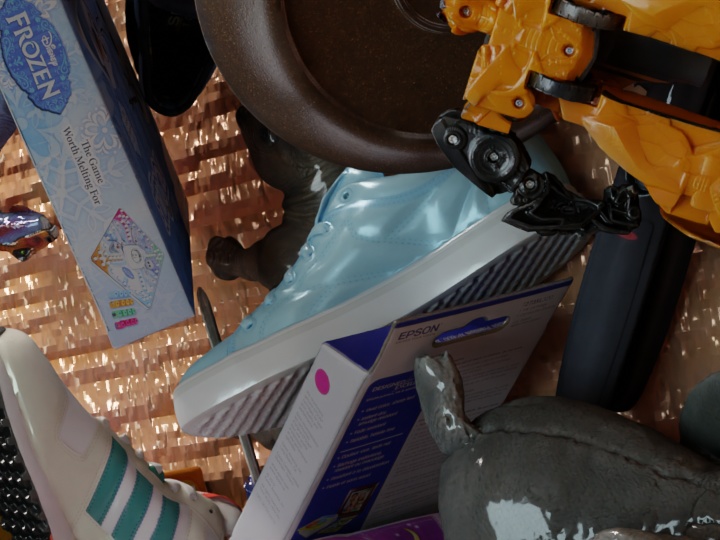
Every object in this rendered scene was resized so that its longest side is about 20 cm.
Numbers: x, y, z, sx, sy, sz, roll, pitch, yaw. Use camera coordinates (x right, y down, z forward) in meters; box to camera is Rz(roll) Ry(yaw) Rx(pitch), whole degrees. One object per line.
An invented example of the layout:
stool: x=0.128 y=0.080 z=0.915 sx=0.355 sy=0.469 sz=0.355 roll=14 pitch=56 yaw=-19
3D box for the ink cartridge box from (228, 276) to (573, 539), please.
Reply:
ink cartridge box: x=0.012 y=0.067 z=1.065 sx=0.037 sy=0.095 sz=0.200 roll=57 pitch=141 yaw=27

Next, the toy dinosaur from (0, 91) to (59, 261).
toy dinosaur: x=-0.171 y=-0.103 z=1.287 sx=0.105 sy=0.200 sz=0.182 roll=18 pitch=137 yaw=1

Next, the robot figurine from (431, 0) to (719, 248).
robot figurine: x=0.125 y=-0.070 z=0.925 sx=0.200 sy=0.058 sz=0.145 roll=19 pitch=108 yaw=3

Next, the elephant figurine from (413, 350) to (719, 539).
elephant figurine: x=0.136 y=0.108 z=0.961 sx=0.200 sy=0.155 sz=0.142 roll=-8 pitch=72 yaw=42

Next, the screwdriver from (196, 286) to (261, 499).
screwdriver: x=-0.054 y=0.084 z=1.136 sx=0.029 sy=0.028 sz=0.200 roll=-4 pitch=129 yaw=19

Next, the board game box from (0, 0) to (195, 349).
board game box: x=-0.130 y=-0.087 z=1.119 sx=0.200 sy=0.043 sz=0.199 roll=-108 pitch=-3 yaw=-74

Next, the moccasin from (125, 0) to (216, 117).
moccasin: x=-0.063 y=-0.140 z=1.127 sx=0.200 sy=0.080 sz=0.068 roll=105 pitch=165 yaw=-60

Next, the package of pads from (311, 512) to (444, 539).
package of pads: x=-0.003 y=0.171 z=1.046 sx=0.121 sy=0.200 sz=0.076 roll=51 pitch=131 yaw=31

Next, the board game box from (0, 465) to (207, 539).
board game box: x=-0.189 y=0.226 z=1.226 sx=0.200 sy=0.200 sz=0.201 roll=-23 pitch=78 yaw=43

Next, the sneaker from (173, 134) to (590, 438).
sneaker: x=0.000 y=0.000 z=1.080 sx=0.200 sy=0.074 sz=0.082 roll=-29 pitch=65 yaw=3

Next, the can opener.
can opener: x=0.121 y=-0.022 z=1.001 sx=0.079 sy=0.063 sz=0.200 roll=39 pitch=119 yaw=33

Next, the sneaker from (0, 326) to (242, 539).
sneaker: x=-0.109 y=0.108 z=1.138 sx=0.070 sy=0.093 sz=0.200 roll=-10 pitch=105 yaw=64

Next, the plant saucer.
plant saucer: x=0.034 y=-0.124 z=0.980 sx=0.032 sy=0.200 sz=0.201 roll=-123 pitch=47 yaw=-57

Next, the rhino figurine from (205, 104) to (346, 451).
rhino figurine: x=-0.024 y=0.000 z=1.141 sx=0.087 sy=0.060 sz=0.201 roll=3 pitch=100 yaw=48
